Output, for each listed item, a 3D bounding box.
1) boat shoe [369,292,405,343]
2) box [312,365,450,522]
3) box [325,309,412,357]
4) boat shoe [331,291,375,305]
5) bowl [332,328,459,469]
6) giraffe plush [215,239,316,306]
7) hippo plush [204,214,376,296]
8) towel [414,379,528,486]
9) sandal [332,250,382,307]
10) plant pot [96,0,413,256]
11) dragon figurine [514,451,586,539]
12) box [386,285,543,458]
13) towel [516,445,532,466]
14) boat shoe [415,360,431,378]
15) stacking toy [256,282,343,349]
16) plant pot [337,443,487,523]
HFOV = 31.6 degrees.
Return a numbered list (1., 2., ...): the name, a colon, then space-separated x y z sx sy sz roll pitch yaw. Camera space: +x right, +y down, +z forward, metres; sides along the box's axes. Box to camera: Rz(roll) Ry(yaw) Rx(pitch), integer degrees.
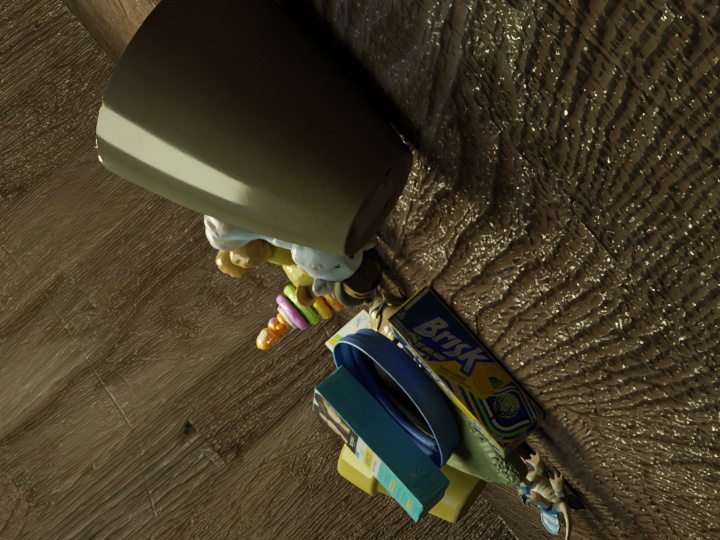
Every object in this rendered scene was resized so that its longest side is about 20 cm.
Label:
1. boat shoe: 0.039 0.069 1.762 0.065 0.071 0.200 48 176 1
2. box: 0.024 0.217 1.595 0.200 0.049 0.082 46 160 16
3. box: 0.033 0.174 2.392 0.113 0.101 0.200 52 174 -29
4. boat shoe: -0.016 0.000 1.835 0.069 0.071 0.200 19 160 18
5. bowl: 0.045 0.155 1.570 0.201 0.039 0.201 44 159 21
6. giraffe plush: -0.106 -0.035 1.887 0.162 0.173 0.200 35 177 -14
7. hippo plush: -0.082 -0.041 1.517 0.161 0.159 0.200 49 174 14
8. towel: 0.121 0.195 1.585 0.149 0.036 0.200 56 160 -17
9. sandal: 0.000 0.000 1.666 0.054 0.081 0.200 25 163 16
10. plant pot: -0.066 -0.102 0.981 0.199 0.188 0.187 34 171 12
11. dragon figurine: 0.258 0.309 1.695 0.100 0.059 0.200 53 175 -31
12. box: 0.119 0.115 1.453 0.200 0.064 0.070 47 174 17
13. towel: 0.180 0.209 1.842 0.200 0.023 0.144 50 176 7
14. boat shoe: 0.108 0.133 1.666 0.069 0.075 0.200 51 164 -4
15. stacking toy: -0.091 0.054 2.034 0.110 0.200 0.116 51 175 -22
16. plant pot: 0.098 0.264 1.868 0.188 0.201 0.201 32 170 15
